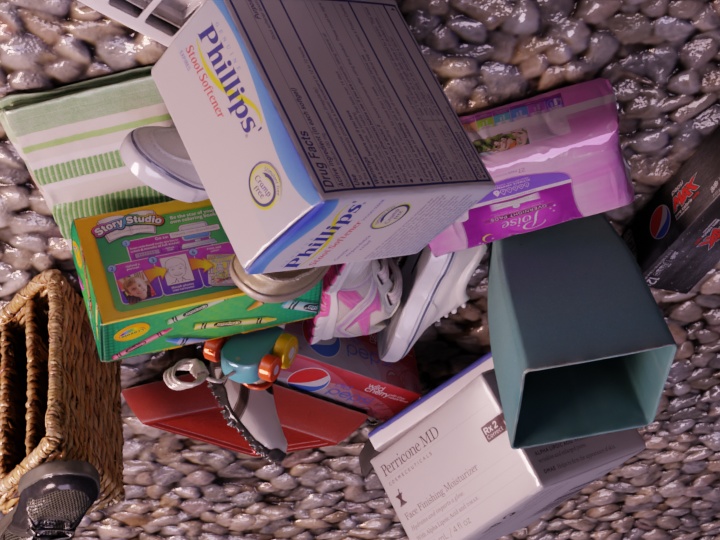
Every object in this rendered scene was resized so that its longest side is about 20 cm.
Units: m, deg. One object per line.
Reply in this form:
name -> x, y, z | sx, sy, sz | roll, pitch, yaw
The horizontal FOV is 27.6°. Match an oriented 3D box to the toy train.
toy train -> -0.135, 0.050, 1.334 | 0.148, 0.201, 0.056 | -9, 131, -11

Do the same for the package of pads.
package of pads -> 0.141, -0.090, 1.307 | 0.198, 0.076, 0.121 | -15, 142, 9

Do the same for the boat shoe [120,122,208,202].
boat shoe -> -0.103, -0.103, 1.224 | 0.201, 0.075, 0.086 | 10, 132, -46

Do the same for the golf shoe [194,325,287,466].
golf shoe -> -0.103, 0.084, 1.396 | 0.094, 0.201, 0.078 | -28, 165, 1

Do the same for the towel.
towel -> -0.212, -0.093, 1.275 | 0.151, 0.024, 0.201 | -12, 142, 2

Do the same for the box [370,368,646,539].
box -> 0.156, 0.193, 1.548 | 0.199, 0.132, 0.199 | -10, 155, -46

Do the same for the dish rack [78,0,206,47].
dish rack -> -0.109, -0.249, 1.064 | 0.171, 0.044, 0.200 | 24, 133, -36

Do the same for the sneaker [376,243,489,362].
sneaker -> 0.071, 0.027, 1.453 | 0.070, 0.074, 0.201 | 8, 141, -17

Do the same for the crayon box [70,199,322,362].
crayon box -> -0.144, -0.002, 1.287 | 0.198, 0.120, 0.059 | -12, 143, -16

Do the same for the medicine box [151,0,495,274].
medicine box -> -0.027, -0.107, 1.104 | 0.199, 0.183, 0.103 | -7, 154, -47

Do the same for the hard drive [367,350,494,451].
hard drive -> 0.115, 0.133, 1.582 | 0.199, 0.026, 0.132 | -35, 162, 18

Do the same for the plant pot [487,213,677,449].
plant pot -> 0.189, 0.036, 1.377 | 0.140, 0.202, 0.142 | -9, 146, -6

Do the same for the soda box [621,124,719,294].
soda box -> 0.332, -0.062, 1.395 | 0.070, 0.064, 0.200 | 9, 141, -24

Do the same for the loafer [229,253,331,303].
loafer -> -0.035, -0.047, 1.257 | 0.200, 0.075, 0.069 | -41, 160, -36

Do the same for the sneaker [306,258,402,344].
sneaker -> 0.000, 0.000, 1.405 | 0.087, 0.082, 0.201 | -1, 152, -12

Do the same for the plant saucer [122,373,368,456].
plant saucer -> -0.126, 0.157, 1.561 | 0.198, 0.037, 0.199 | 22, 156, -35

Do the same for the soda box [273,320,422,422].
soda box -> -0.032, 0.092, 1.523 | 0.199, 0.071, 0.063 | 20, 135, -33

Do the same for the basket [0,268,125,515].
basket -> -0.316, 0.124, 1.396 | 0.141, 0.202, 0.149 | -15, 146, 11

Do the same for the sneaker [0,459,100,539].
sneaker -> -0.281, 0.250, 1.308 | 0.076, 0.115, 0.200 | 11, 140, -29

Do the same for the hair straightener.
hair straightener -> 0.029, 0.173, 1.670 | 0.076, 0.041, 0.201 | 3, 142, -17
